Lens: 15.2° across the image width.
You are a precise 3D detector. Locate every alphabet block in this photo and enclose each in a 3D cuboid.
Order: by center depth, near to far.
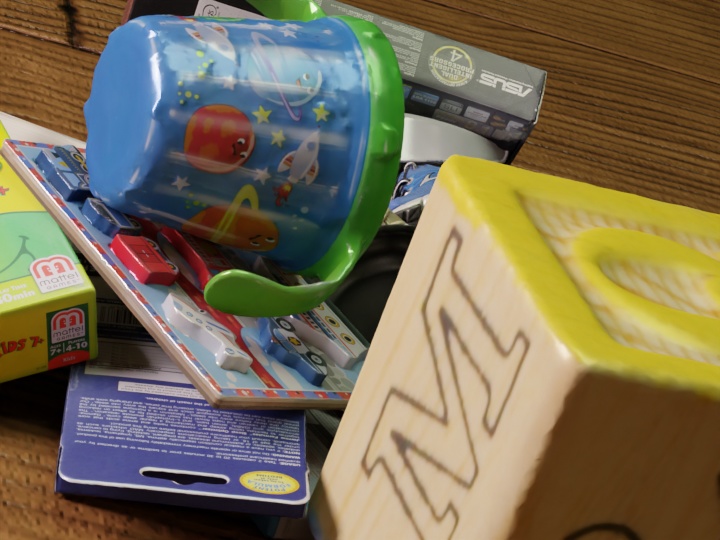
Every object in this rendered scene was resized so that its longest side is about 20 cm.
[{"bbox_3d":[0.110,0.091,1.220,0.194,0.201,0.197,10,25,-24],"label":"alphabet block"}]

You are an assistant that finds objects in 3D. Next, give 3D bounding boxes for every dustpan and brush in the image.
[{"bbox_3d":[-0.008,-0.071,1.735,0.139,0.058,0.200,-9,-21,31],"label":"dustpan and brush"}]

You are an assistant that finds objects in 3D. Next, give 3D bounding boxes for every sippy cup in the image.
[{"bbox_3d":[-0.065,-0.071,1.355,0.130,0.140,0.178,9,21,-27],"label":"sippy cup"}]

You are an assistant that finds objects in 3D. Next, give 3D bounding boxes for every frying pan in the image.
[{"bbox_3d":[0.055,0.027,1.448,0.189,0.116,0.031,-4,-25,2],"label":"frying pan"}]

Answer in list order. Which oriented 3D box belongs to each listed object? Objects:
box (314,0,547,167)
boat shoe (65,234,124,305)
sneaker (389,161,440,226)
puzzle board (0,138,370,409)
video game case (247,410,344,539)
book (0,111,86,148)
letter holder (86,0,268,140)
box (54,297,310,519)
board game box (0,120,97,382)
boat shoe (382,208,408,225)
[{"bbox_3d":[0.010,-0.112,1.822,0.199,0.161,0.049,18,61,-7],"label":"box"},{"bbox_3d":[-0.167,-0.002,1.457,0.199,0.072,0.068,5,-16,1],"label":"boat shoe"},{"bbox_3d":[0.047,-0.023,1.680,0.089,0.079,0.200,12,10,28],"label":"sneaker"},{"bbox_3d":[-0.077,0.000,1.372,0.150,0.017,0.200,4,37,-51],"label":"puzzle board"},{"bbox_3d":[0.012,0.105,1.399,0.199,0.018,0.143,8,21,-31],"label":"video game case"},{"bbox_3d":[-0.173,-0.061,1.562,0.199,0.048,0.133,17,1,42],"label":"book"},{"bbox_3d":[-0.105,-0.145,1.707,0.100,0.201,0.142,16,18,-9],"label":"letter holder"},{"bbox_3d":[-0.086,0.072,1.327,0.120,0.033,0.200,7,23,-5],"label":"box"},{"bbox_3d":[-0.215,-0.022,1.370,0.101,0.048,0.200,-15,44,-19],"label":"board game box"},{"bbox_3d":[0.000,0.000,1.528,0.199,0.069,0.075,13,35,37],"label":"boat shoe"}]
